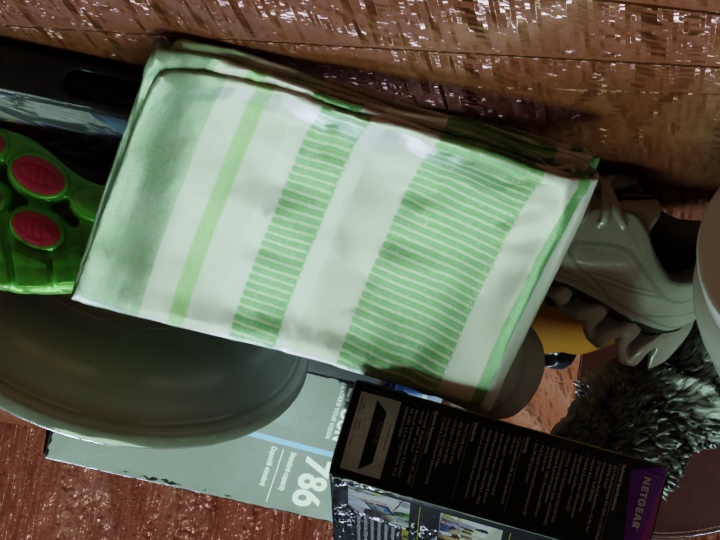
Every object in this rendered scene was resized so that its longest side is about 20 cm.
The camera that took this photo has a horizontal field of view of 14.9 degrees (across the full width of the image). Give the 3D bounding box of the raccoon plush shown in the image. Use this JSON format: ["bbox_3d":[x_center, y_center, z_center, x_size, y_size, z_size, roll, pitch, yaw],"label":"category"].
[{"bbox_3d":[0.175,0.048,1.369,0.097,0.134,0.200,43,145,-4],"label":"raccoon plush"}]

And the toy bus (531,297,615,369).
[{"bbox_3d":[0.062,0.009,1.438,0.065,0.079,0.200,12,171,-30],"label":"toy bus"}]

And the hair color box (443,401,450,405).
[{"bbox_3d":[-0.029,0.045,1.548,0.064,0.111,0.200,-29,153,20],"label":"hair color box"}]

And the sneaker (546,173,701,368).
[{"bbox_3d":[0.088,-0.022,1.283,0.199,0.076,0.081,19,143,-28],"label":"sneaker"}]

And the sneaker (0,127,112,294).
[{"bbox_3d":[-0.120,-0.018,1.287,0.199,0.077,0.084,11,174,5],"label":"sneaker"}]

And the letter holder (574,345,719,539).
[{"bbox_3d":[0.218,0.096,1.649,0.100,0.143,0.200,13,171,-26],"label":"letter holder"}]

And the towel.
[{"bbox_3d":[-0.012,-0.017,1.197,0.199,0.023,0.153,15,128,-10],"label":"towel"}]

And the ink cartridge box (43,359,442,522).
[{"bbox_3d":[-0.057,0.072,1.423,0.199,0.100,0.039,11,-144,-8],"label":"ink cartridge box"}]

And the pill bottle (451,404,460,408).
[{"bbox_3d":[-0.004,0.071,1.818,0.110,0.112,0.200,3,170,35],"label":"pill bottle"}]

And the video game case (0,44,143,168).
[{"bbox_3d":[-0.118,-0.065,1.309,0.179,0.026,0.200,11,171,-16],"label":"video game case"}]

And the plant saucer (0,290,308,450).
[{"bbox_3d":[-0.117,0.009,1.347,0.199,0.050,0.201,13,-148,-8],"label":"plant saucer"}]

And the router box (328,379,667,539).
[{"bbox_3d":[0.061,0.118,1.321,0.148,0.051,0.200,16,164,4],"label":"router box"}]

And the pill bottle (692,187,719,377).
[{"bbox_3d":[0.205,0.017,1.219,0.109,0.110,0.200,6,166,15],"label":"pill bottle"}]

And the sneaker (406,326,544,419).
[{"bbox_3d":[0.000,0.000,1.333,0.084,0.073,0.200,16,-167,-47],"label":"sneaker"}]
